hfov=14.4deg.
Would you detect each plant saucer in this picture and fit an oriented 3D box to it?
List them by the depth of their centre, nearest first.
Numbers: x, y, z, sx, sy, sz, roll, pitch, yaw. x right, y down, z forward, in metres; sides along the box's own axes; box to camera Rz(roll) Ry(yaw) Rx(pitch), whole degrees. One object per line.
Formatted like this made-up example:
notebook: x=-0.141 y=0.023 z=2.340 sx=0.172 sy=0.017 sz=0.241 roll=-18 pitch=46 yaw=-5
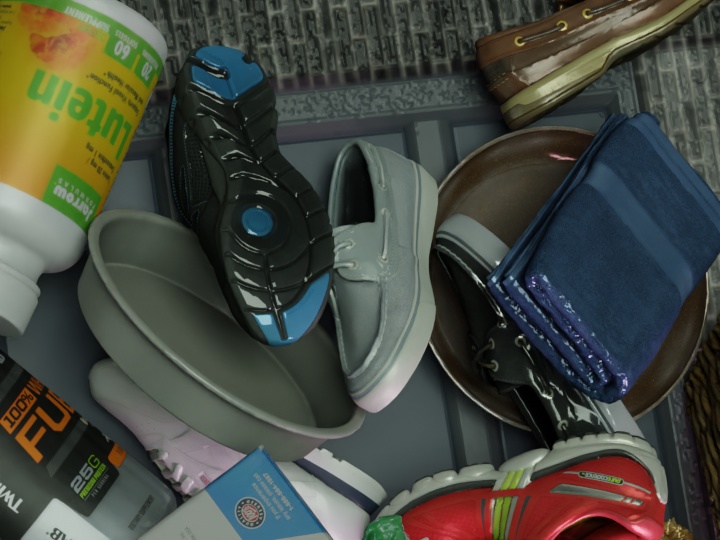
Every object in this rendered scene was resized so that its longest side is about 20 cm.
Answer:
plant saucer: x=0.125 y=0.008 z=1.825 sx=0.200 sy=0.032 sz=0.200 roll=3 pitch=81 yaw=-16

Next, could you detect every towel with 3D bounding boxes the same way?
towel: x=0.157 y=-0.010 z=1.755 sx=0.112 sy=0.049 sz=0.200 roll=50 pitch=41 yaw=-11

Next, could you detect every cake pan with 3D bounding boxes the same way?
cake pan: x=-0.087 y=0.041 z=1.692 sx=0.200 sy=0.200 sz=0.037 roll=36 pitch=109 yaw=-8

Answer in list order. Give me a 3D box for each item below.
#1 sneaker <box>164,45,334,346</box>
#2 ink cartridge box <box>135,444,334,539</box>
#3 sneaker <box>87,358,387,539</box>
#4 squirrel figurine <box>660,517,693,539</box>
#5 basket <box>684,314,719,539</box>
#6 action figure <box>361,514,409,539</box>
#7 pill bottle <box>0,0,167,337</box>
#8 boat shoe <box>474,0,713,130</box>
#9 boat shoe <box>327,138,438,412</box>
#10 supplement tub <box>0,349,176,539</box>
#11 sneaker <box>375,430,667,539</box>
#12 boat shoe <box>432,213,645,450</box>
sneaker: x=-0.070 y=-0.036 z=1.725 sx=0.073 sy=0.082 sz=0.200 roll=-1 pitch=60 yaw=-25
ink cartridge box: x=-0.086 y=0.223 z=1.600 sx=0.200 sy=0.125 sz=0.129 roll=-36 pitch=62 yaw=-3
sneaker: x=-0.083 y=0.121 z=1.730 sx=0.200 sy=0.076 sz=0.081 roll=30 pitch=84 yaw=-8
squirrel figurine: x=0.157 y=0.251 z=1.760 sx=0.187 sy=0.142 sz=0.200 roll=21 pitch=62 yaw=-1
basket: x=0.304 y=0.106 z=1.765 sx=0.149 sy=0.143 sz=0.200 roll=7 pitch=44 yaw=-14
action figure: x=0.050 y=0.234 z=1.672 sx=0.055 sy=0.118 sz=0.200 roll=-22 pitch=71 yaw=-13
pill bottle: x=-0.201 y=-0.067 z=1.703 sx=0.111 sy=0.111 sz=0.200 roll=24 pitch=76 yaw=-11
boat shoe: x=0.161 y=-0.167 z=1.841 sx=0.200 sy=0.072 sz=0.068 roll=-32 pitch=88 yaw=-20
boat shoe: x=0.001 y=-0.001 z=1.734 sx=0.071 sy=0.070 sz=0.201 roll=31 pitch=39 yaw=-23
supplement tub: x=-0.217 y=0.119 z=1.663 sx=0.200 sy=0.123 sz=0.123 roll=40 pitch=73 yaw=-7
sneaker: x=0.090 y=0.161 z=1.710 sx=0.200 sy=0.077 sz=0.085 roll=-23 pitch=52 yaw=19
boat shoe: x=0.103 y=0.057 z=1.761 sx=0.057 sy=0.069 sz=0.200 roll=-38 pitch=95 yaw=-17
